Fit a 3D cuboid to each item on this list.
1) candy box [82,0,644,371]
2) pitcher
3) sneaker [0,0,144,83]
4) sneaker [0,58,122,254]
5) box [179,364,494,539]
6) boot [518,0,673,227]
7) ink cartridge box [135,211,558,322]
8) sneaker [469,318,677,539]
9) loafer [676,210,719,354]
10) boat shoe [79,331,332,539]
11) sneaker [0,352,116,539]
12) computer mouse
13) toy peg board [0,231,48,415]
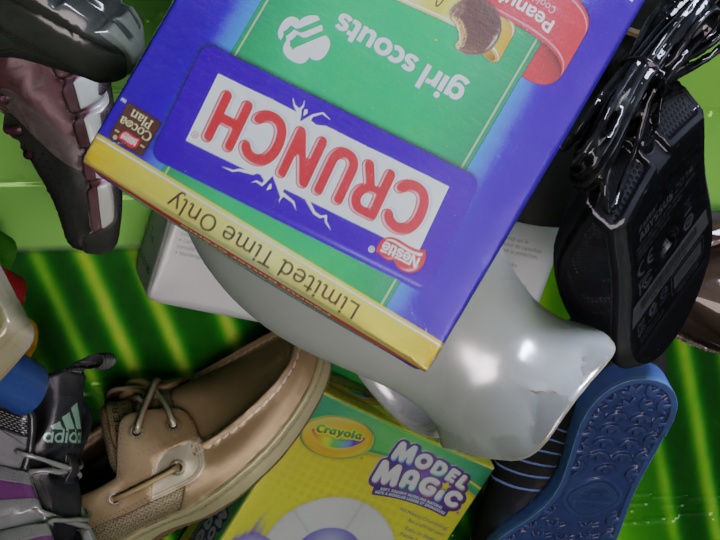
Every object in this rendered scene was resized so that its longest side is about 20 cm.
[{"bbox_3d":[0.004,-0.086,1.089,0.168,0.077,0.201,30,90,-1],"label":"candy box"},{"bbox_3d":[0.000,0.000,1.217,0.200,0.171,0.121,45,64,-10],"label":"pitcher"},{"bbox_3d":[-0.188,-0.121,1.127,0.199,0.075,0.080,25,110,2],"label":"sneaker"},{"bbox_3d":[-0.174,-0.099,1.201,0.115,0.076,0.201,-9,107,-5],"label":"sneaker"},{"bbox_3d":[-0.018,0.130,1.360,0.117,0.048,0.201,24,105,-24],"label":"box"},{"bbox_3d":[0.054,-0.088,1.207,0.199,0.078,0.139,12,117,-22],"label":"boot"},{"bbox_3d":[0.008,-0.051,1.281,0.199,0.044,0.175,12,111,-19],"label":"ink cartridge box"},{"bbox_3d":[0.105,0.093,1.367,0.070,0.078,0.200,10,134,-22],"label":"sneaker"},{"bbox_3d":[0.235,0.023,1.359,0.199,0.071,0.073,12,111,-20],"label":"loafer"},{"bbox_3d":[-0.102,0.090,1.303,0.200,0.071,0.065,-39,119,7],"label":"boat shoe"},{"bbox_3d":[-0.148,0.104,1.247,0.140,0.200,0.078,-54,160,8],"label":"sneaker"},{"bbox_3d":[0.123,-0.038,1.202,0.139,0.053,0.201,-50,151,-31],"label":"computer mouse"},{"bbox_3d":[-0.220,0.057,1.196,0.200,0.199,0.098,-47,133,10],"label":"toy peg board"}]
